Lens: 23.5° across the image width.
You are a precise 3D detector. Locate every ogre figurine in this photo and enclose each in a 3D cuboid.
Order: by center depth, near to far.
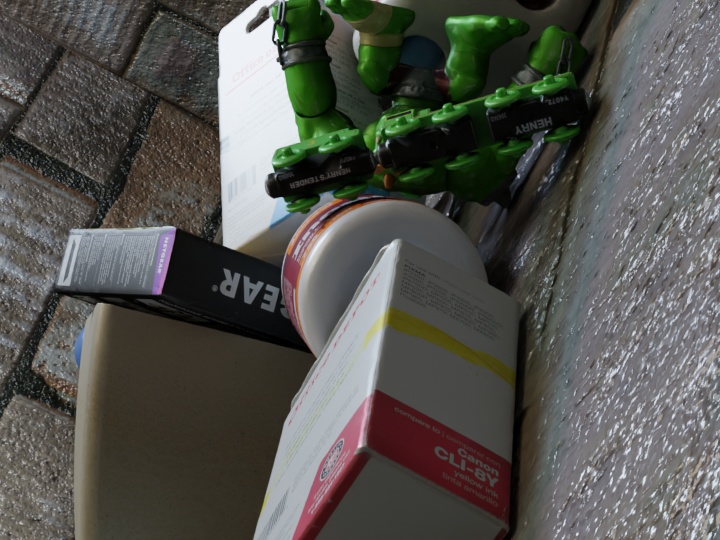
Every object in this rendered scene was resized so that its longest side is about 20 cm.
[{"bbox_3d":[0.037,-0.107,1.103,0.098,0.198,0.121,-142,59,-83],"label":"ogre figurine"}]

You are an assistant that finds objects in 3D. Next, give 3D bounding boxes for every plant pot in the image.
[{"bbox_3d":[-0.117,0.139,1.234,0.200,0.198,0.179,155,129,-77],"label":"plant pot"}]

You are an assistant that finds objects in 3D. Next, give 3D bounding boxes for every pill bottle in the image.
[{"bbox_3d":[0.008,0.010,1.073,0.114,0.112,0.200,-63,8,0],"label":"pill bottle"}]

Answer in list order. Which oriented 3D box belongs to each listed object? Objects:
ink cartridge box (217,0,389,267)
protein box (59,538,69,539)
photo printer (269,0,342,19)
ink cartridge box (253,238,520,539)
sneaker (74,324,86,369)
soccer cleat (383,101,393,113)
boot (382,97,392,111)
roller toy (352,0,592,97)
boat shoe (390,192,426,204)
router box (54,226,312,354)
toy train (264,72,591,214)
[{"bbox_3d":[-0.044,-0.108,1.258,0.115,0.066,0.202,-31,51,39],"label":"ink cartridge box"},{"bbox_3d":[-0.197,0.314,1.064,0.200,0.134,0.200,-40,32,35],"label":"protein box"},{"bbox_3d":[0.016,-0.245,1.391,0.199,0.070,0.166,-37,21,0],"label":"photo printer"},{"bbox_3d":[0.012,0.098,0.879,0.146,0.083,0.201,-58,10,29],"label":"ink cartridge box"},{"bbox_3d":[-0.131,0.027,1.367,0.199,0.071,0.078,-25,-7,-23],"label":"sneaker"},{"bbox_3d":[0.033,-0.084,1.440,0.200,0.084,0.064,-41,-17,32],"label":"soccer cleat"},{"bbox_3d":[0.018,-0.164,1.418,0.181,0.073,0.199,-32,9,-32],"label":"boot"},{"bbox_3d":[0.080,-0.206,1.204,0.201,0.139,0.183,-59,9,26],"label":"roller toy"},{"bbox_3d":[0.002,-0.027,1.402,0.201,0.071,0.063,-61,4,44],"label":"boat shoe"},{"bbox_3d":[-0.094,0.022,1.224,0.149,0.199,0.052,2,75,52],"label":"router box"},{"bbox_3d":[0.039,-0.078,1.023,0.056,0.198,0.042,-81,-25,-71],"label":"toy train"}]
